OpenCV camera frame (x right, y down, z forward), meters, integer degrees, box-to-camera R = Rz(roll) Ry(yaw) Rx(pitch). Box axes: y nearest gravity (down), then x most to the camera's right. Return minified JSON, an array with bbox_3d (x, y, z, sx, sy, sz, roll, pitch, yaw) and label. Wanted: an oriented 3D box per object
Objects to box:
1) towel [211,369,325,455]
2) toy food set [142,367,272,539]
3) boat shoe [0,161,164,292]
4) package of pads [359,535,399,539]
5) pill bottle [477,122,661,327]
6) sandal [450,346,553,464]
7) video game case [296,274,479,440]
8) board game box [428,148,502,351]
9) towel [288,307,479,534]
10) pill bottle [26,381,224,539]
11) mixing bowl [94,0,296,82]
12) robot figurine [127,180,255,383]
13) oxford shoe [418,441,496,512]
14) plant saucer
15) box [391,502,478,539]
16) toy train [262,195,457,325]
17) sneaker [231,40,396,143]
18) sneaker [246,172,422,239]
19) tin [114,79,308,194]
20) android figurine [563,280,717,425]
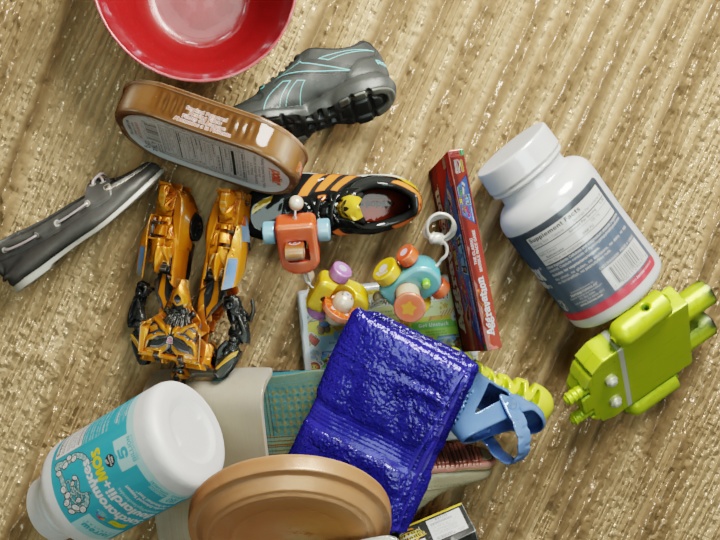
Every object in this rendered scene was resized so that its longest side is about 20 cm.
[{"bbox_3d":[-0.085,0.205,0.998,0.144,0.022,0.204,-3,98,19],"label":"towel"},{"bbox_3d":[-0.149,0.205,0.983,0.141,0.060,0.204,-3,100,19],"label":"toy food set"},{"bbox_3d":[-0.293,-0.057,0.946,0.199,0.067,0.057,-38,104,0],"label":"boat shoe"},{"bbox_3d":[-0.033,0.337,0.899,0.196,0.069,0.156,-14,127,11],"label":"package of pads"},{"bbox_3d":[0.219,-0.051,0.993,0.119,0.120,0.201,-39,99,-3],"label":"pill bottle"},{"bbox_3d":[0.114,0.143,0.980,0.197,0.080,0.088,19,49,-6],"label":"sandal"},{"bbox_3d":[0.035,0.104,1.030,0.196,0.023,0.186,-6,96,-7],"label":"video game case"},{"bbox_3d":[0.107,-0.017,0.970,0.019,0.103,0.204,-10,86,-7],"label":"board game box"},{"bbox_3d":[0.019,0.155,0.933,0.146,0.050,0.203,23,99,-2],"label":"towel"},{"bbox_3d":[-0.239,0.200,0.921,0.198,0.111,0.112,-31,99,21],"label":"pill bottle"},{"bbox_3d":[-0.163,-0.285,0.922,0.196,0.108,0.204,-1,95,-9],"label":"mixing bowl"},{"bbox_3d":[-0.177,0.014,0.953,0.142,0.058,0.204,7,86,17],"label":"robot figurine"},{"bbox_3d":[0.055,0.239,1.026,0.196,0.071,0.075,-9,100,4],"label":"oxford shoe"},{"bbox_3d":[-0.067,0.248,0.890,0.196,0.033,0.202,-1,134,-1],"label":"plant saucer"},{"bbox_3d":[0.067,0.369,1.013,0.157,0.049,0.203,-22,119,-7],"label":"box"},{"bbox_3d":[0.000,0.000,0.937,0.196,0.056,0.152,0,129,-1],"label":"toy train"},{"bbox_3d":[-0.062,-0.182,0.976,0.196,0.076,0.081,-16,67,1],"label":"sneaker"},{"bbox_3d":[-0.031,-0.069,0.970,0.196,0.090,0.071,-6,96,-8],"label":"sneaker"},{"bbox_3d":[-0.150,-0.130,0.927,0.197,0.112,0.043,19,76,1],"label":"tin"},{"bbox_3d":[0.305,0.096,1.017,0.198,0.041,0.183,-33,139,-7],"label":"android figurine"}]
